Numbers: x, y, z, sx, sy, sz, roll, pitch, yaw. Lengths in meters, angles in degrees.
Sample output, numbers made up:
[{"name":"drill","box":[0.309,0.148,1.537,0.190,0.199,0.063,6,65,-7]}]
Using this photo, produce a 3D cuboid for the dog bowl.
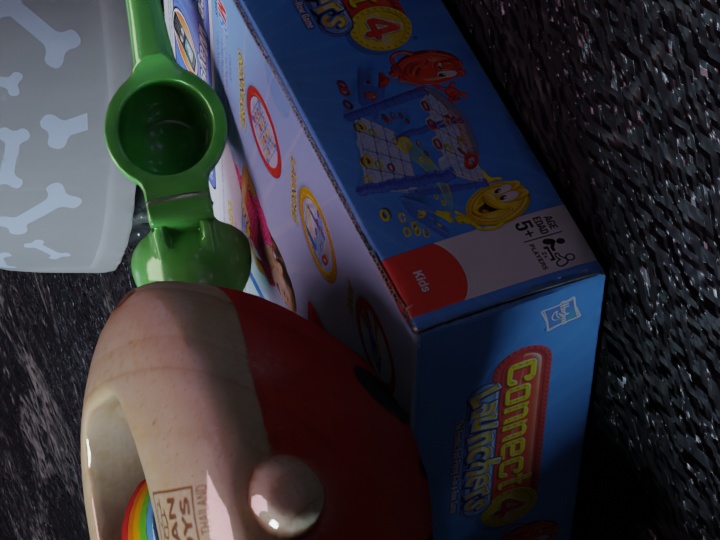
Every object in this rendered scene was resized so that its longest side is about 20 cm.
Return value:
[{"name":"dog bowl","box":[-0.133,-0.093,0.977,0.200,0.058,0.201,170,90,-73]}]

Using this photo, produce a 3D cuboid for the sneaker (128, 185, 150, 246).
[{"name":"sneaker","box":[-0.070,-0.051,1.034,0.200,0.075,0.080,164,103,-69]}]

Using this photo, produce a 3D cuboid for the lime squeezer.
[{"name":"lime squeezer","box":[-0.052,-0.032,0.828,0.071,0.038,0.201,-70,-27,-59]}]

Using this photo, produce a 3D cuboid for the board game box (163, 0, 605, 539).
[{"name":"board game box","box":[0.000,0.000,0.829,0.200,0.056,0.196,92,156,-51]}]

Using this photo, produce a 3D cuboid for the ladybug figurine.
[{"name":"ladybug figurine","box":[-0.028,0.068,0.745,0.200,0.072,0.137,157,102,-76]}]
